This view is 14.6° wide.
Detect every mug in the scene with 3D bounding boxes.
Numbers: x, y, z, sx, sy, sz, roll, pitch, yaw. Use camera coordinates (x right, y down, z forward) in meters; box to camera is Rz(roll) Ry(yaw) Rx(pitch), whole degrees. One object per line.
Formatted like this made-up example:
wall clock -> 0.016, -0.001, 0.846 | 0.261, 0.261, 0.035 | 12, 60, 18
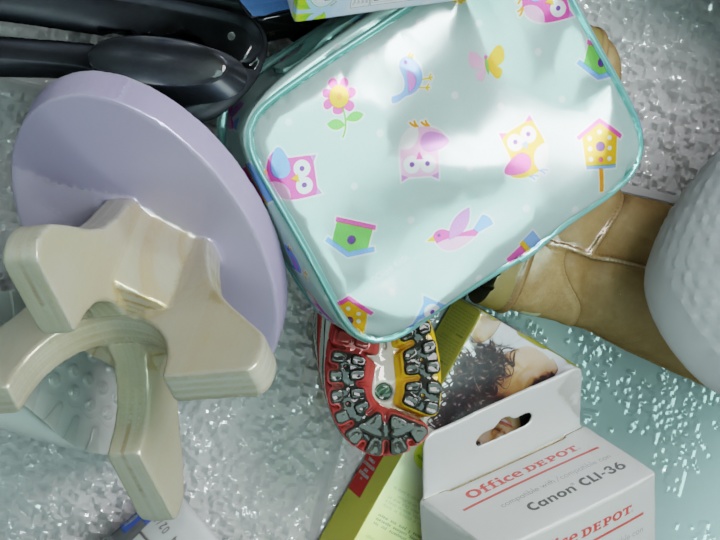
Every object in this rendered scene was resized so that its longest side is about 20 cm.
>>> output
mug -> 0.258, -0.009, 1.491 | 0.175, 0.148, 0.199 | -39, 145, 27

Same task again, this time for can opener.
can opener -> -0.141, -0.119, 1.411 | 0.199, 0.079, 0.064 | 12, 74, 21

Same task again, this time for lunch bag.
lunch bag -> 0.036, -0.074, 1.434 | 0.200, 0.077, 0.161 | -34, 104, -11

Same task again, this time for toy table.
toy table -> -0.117, 0.017, 1.378 | 0.183, 0.117, 0.200 | -15, 127, 30

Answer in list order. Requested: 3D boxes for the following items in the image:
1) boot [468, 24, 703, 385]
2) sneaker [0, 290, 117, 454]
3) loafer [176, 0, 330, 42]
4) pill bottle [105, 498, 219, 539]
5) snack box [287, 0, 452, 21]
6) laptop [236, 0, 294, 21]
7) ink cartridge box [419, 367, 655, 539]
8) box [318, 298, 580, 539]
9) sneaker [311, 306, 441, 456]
boot -> 0.174, -0.031, 1.568 | 0.199, 0.066, 0.176 | 16, 105, -20
sneaker -> -0.191, 0.048, 1.464 | 0.199, 0.080, 0.077 | 25, 65, -39
loafer -> -0.055, -0.156, 1.473 | 0.199, 0.073, 0.073 | 6, 77, -22
pill bottle -> -0.140, 0.221, 1.488 | 0.200, 0.114, 0.114 | -41, 109, -7
snack box -> 0.014, -0.224, 1.377 | 0.141, 0.053, 0.201 | -8, 60, -12
laptop -> -0.003, -0.234, 1.418 | 0.186, 0.116, 0.201 | -14, 90, -15
ink cartridge box -> 0.099, 0.166, 1.535 | 0.116, 0.067, 0.201 | -23, 125, -29
box -> 0.038, 0.120, 1.559 | 0.075, 0.050, 0.201 | 28, 92, -21
sneaker -> 0.000, 0.000, 1.514 | 0.077, 0.082, 0.201 | 2, 84, -10
